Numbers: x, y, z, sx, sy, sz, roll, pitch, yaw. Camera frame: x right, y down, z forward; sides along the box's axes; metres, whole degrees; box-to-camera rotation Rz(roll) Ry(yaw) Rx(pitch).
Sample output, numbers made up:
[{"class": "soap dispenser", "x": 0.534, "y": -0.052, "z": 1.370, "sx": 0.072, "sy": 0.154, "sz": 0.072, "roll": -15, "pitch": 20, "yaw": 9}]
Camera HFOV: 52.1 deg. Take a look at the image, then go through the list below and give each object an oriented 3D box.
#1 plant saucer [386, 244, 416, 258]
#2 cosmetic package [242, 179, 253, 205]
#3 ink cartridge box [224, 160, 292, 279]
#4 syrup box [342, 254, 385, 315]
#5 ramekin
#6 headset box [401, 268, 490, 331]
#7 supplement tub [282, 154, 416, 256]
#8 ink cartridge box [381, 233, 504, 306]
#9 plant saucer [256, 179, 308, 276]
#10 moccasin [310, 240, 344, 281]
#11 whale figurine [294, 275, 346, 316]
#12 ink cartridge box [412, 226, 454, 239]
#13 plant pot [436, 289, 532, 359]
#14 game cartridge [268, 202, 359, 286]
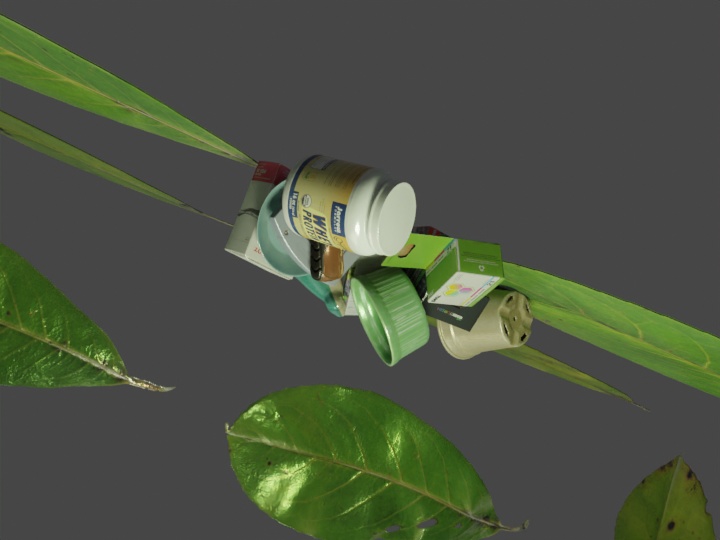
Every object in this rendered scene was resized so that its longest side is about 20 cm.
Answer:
[{"class": "plant saucer", "x": 0.026, "y": -0.086, "z": 1.460, "sx": 0.199, "sy": 0.036, "sz": 0.201, "roll": 40, "pitch": 166, "yaw": 11}, {"class": "cosmetic package", "x": -0.167, "y": -0.145, "z": 1.722, "sx": 0.198, "sy": 0.072, "sz": 0.101, "roll": 17, "pitch": 172, "yaw": 35}, {"class": "ink cartridge box", "x": -0.176, "y": -0.103, "z": 1.529, "sx": 0.082, "sy": 0.203, "sz": 0.146, "roll": 15, "pitch": 171, "yaw": 43}, {"class": "syrup box", "x": 0.000, "y": 0.000, "z": 1.632, "sx": 0.080, "sy": 0.202, "sz": 0.079, "roll": 1, "pitch": -139, "yaw": -14}, {"class": "ramekin", "x": 0.064, "y": 0.088, "z": 1.543, "sx": 0.202, "sy": 0.096, "sz": 0.201, "roll": 61, "pitch": 166, "yaw": 25}, {"class": "headset box", "x": 0.168, "y": 0.035, "z": 1.651, "sx": 0.172, "sy": 0.094, "sz": 0.200, "roll": 22, "pitch": -163, "yaw": -33}, {"class": "supplement tub", "x": -0.019, "y": -0.109, "z": 1.247, "sx": 0.197, "sy": 0.147, "sz": 0.144, "roll": 17, "pitch": 172, "yaw": 31}, {"class": "ink cartridge box", "x": 0.155, "y": 0.001, "z": 1.423, "sx": 0.196, "sy": 0.077, "sz": 0.148, "roll": 6, "pitch": 154, "yaw": -18}, {"class": "plant saucer", "x": -0.127, "y": -0.091, "z": 1.483, "sx": 0.199, "sy": 0.204, "sz": 0.038, "roll": 26, "pitch": 176, "yaw": -37}, {"class": "moccasin", "x": -0.054, "y": -0.080, "z": 1.416, "sx": 0.077, "sy": 0.206, "sz": 0.073, "roll": -8, "pitch": -171, "yaw": -35}, {"class": "whale figurine", "x": -0.096, "y": 0.011, "z": 1.607, "sx": 0.102, "sy": 0.203, "sz": 0.159, "roll": -22, "pitch": 161, "yaw": -1}, {"class": "ink cartridge box", "x": 0.140, "y": -0.057, "z": 1.540, "sx": 0.198, "sy": 0.051, "sz": 0.109, "roll": 26, "pitch": 172, "yaw": -22}, {"class": "plant pot", "x": 0.324, "y": 0.123, "z": 1.850, "sx": 0.199, "sy": 0.204, "sz": 0.182, "roll": 26, "pitch": 160, "yaw": -36}, {"class": "game cartridge", "x": -0.088, "y": -0.070, "z": 1.463, "sx": 0.201, "sy": 0.134, "sz": 0.041, "roll": 50, "pitch": 159, "yaw": -29}]
